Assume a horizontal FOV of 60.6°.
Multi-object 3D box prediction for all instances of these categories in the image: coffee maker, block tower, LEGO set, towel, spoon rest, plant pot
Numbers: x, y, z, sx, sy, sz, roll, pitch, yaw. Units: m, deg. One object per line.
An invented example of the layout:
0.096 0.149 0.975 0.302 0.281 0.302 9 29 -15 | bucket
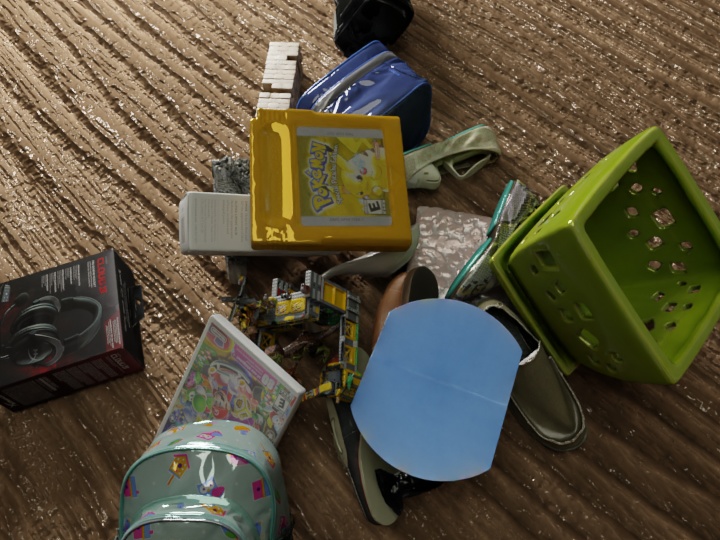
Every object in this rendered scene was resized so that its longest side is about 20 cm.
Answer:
0.009 -0.491 1.020 0.131 0.194 0.205 -4 61 -17 | coffee maker
-0.130 -0.274 0.988 0.056 0.054 0.205 3 62 6 | block tower
-0.091 0.082 0.709 0.196 0.115 0.158 -3 70 36 | LEGO set
0.156 0.008 0.827 0.194 0.033 0.196 10 62 9 | towel
0.000 0.000 0.810 0.199 0.099 0.061 -42 96 -10 | spoon rest
0.276 -0.006 0.704 0.199 0.181 0.201 -40 97 -26 | plant pot

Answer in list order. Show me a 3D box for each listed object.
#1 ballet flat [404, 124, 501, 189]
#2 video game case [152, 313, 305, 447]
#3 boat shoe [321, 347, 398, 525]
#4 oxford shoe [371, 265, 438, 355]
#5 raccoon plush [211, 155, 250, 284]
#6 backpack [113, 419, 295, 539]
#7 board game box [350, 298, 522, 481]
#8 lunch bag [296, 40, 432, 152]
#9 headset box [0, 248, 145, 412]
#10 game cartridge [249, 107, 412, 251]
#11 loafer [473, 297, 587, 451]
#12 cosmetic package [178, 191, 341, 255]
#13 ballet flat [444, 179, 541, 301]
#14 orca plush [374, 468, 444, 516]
0.119 -0.156 0.901 0.195 0.068 0.064 -24 71 -9 | ballet flat
-0.157 0.175 0.697 0.142 0.018 0.204 35 107 21 | video game case
-0.003 0.194 0.719 0.062 0.070 0.205 -32 60 33 | boat shoe
0.040 0.094 0.743 0.070 0.071 0.204 -15 47 45 | oxford shoe
-0.141 -0.088 0.893 0.130 0.097 0.207 -8 90 -17 | raccoon plush
-0.153 0.258 0.604 0.170 0.153 0.207 -3 88 4 | backpack
0.082 0.128 0.669 0.154 0.039 0.203 16 60 16 | board game box
-0.004 -0.222 0.903 0.199 0.137 0.132 -39 67 -17 | lunch bag
-0.376 0.073 0.803 0.194 0.078 0.152 -17 61 -4 | headset box
-0.038 -0.112 0.758 0.194 0.032 0.182 0 72 -15 | game cartridge
0.191 0.120 0.720 0.075 0.070 0.202 -36 75 3 | loafer
-0.129 -0.056 0.795 0.194 0.101 0.077 -1 90 -23 | cosmetic package
0.180 -0.027 0.790 0.071 0.073 0.203 26 68 17 | ballet flat
0.099 0.177 0.689 0.196 0.071 0.107 -23 74 -28 | orca plush
